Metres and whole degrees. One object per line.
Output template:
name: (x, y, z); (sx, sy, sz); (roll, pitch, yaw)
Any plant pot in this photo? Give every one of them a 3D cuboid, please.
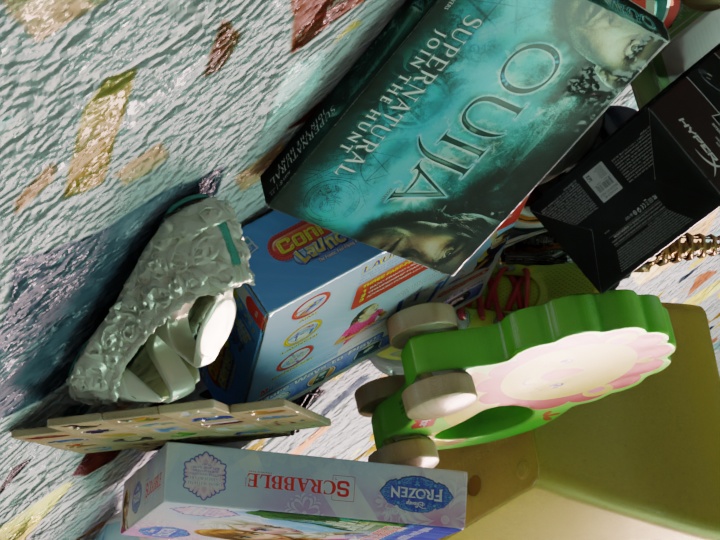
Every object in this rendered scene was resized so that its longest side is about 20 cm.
plant pot: (0.144, 0.136, 1.680); (0.176, 0.201, 0.200); (14, 144, -35)

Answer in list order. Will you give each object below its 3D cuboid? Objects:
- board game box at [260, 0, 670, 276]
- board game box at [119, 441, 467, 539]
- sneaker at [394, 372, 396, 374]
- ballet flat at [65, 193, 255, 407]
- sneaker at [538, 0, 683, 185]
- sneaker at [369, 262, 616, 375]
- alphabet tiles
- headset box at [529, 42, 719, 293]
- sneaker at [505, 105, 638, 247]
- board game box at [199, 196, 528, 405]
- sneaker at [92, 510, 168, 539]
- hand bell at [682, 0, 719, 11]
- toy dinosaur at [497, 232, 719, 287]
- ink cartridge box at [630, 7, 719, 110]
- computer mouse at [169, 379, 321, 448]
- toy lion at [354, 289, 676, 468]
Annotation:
board game box: (0.056, -0.087, 1.236); (0.135, 0.028, 0.200); (20, 127, -31)
board game box: (-0.050, 0.158, 1.523); (0.199, 0.041, 0.200); (7, 166, -12)
sneaker: (0.082, 0.041, 1.761); (0.115, 0.074, 0.200); (-39, 165, 8)
ballet flat: (-0.111, 0.036, 1.260); (0.072, 0.072, 0.200); (-29, 163, -37)
sneaker: (0.112, -0.118, 1.370); (0.093, 0.070, 0.200); (-20, 156, -36)
sneaker: (0.077, 0.026, 1.559); (0.199, 0.078, 0.090); (-11, 144, 24)
alphabet tiles: (-0.112, 0.096, 1.376); (0.166, 0.006, 0.200); (-7, 170, 10)
headset box: (0.220, -0.090, 1.404); (0.200, 0.075, 0.149); (-39, 178, -35)
sneaker: (0.146, -0.073, 1.563); (0.200, 0.079, 0.079); (-28, 168, -35)
board game box: (0.000, 0.000, 1.412); (0.200, 0.056, 0.196); (-28, 163, -20)
sneaker: (-0.202, 0.249, 1.668); (0.082, 0.074, 0.200); (-31, 163, -42)
hand bell: (0.190, -0.173, 1.408); (0.104, 0.104, 0.200); (-32, 177, -30)
toy dinosaur: (0.158, -0.011, 1.640); (0.136, 0.199, 0.102); (-41, 150, -80)
ink cartridge box: (0.278, -0.166, 1.560); (0.200, 0.048, 0.146); (-38, 139, -9)
computer mouse: (-0.074, 0.097, 1.590); (0.110, 0.044, 0.200); (-47, 165, 32)
toy lion: (0.106, 0.068, 1.487); (0.191, 0.069, 0.200); (-7, 158, -14)
